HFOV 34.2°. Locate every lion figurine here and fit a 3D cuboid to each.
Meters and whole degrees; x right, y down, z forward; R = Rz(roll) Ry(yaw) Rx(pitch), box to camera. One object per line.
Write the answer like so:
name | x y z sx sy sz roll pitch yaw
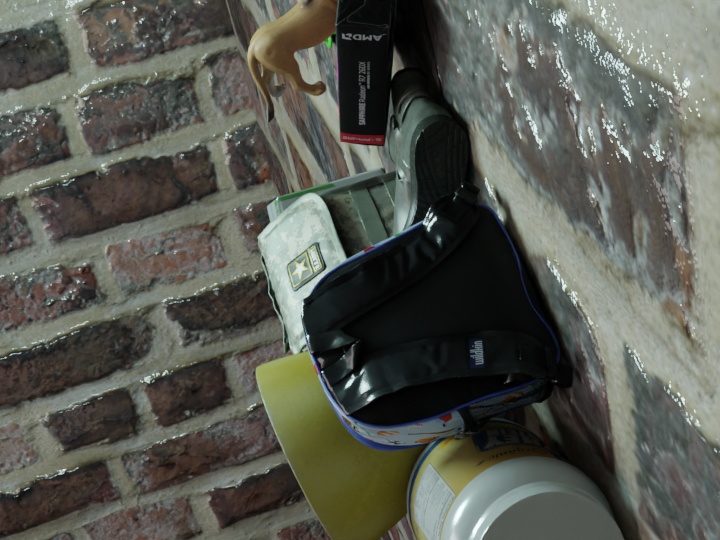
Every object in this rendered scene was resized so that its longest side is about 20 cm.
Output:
lion figurine | -0.056 -0.253 1.202 0.072 0.200 0.122 44 -178 40

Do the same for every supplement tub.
supplement tub | 0.124 0.211 0.959 0.200 0.144 0.145 -147 41 -78

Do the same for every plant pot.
plant pot | 0.009 0.150 1.104 0.200 0.142 0.200 64 -179 -2

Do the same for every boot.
boot | 0.057 -0.080 1.103 0.131 0.067 0.201 -112 24 -58

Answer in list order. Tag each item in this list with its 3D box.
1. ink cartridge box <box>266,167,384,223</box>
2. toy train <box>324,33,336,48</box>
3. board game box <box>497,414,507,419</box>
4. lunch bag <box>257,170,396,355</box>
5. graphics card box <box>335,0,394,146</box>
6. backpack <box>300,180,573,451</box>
ink cartridge box | -0.042 -0.072 1.562 0.200 0.145 0.088 171 82 -83
toy train | -0.044 -0.332 1.422 0.200 0.042 0.057 -116 22 -51
board game box | 0.053 0.162 1.195 0.200 0.034 0.136 15 89 44
lunch bag | 0.000 0.000 1.201 0.118 0.199 0.164 82 169 -54
graphics card box | 0.006 -0.219 1.090 0.200 0.051 0.126 92 -177 -67
backpack | 0.051 0.056 0.979 0.154 0.190 0.200 85 165 -60
